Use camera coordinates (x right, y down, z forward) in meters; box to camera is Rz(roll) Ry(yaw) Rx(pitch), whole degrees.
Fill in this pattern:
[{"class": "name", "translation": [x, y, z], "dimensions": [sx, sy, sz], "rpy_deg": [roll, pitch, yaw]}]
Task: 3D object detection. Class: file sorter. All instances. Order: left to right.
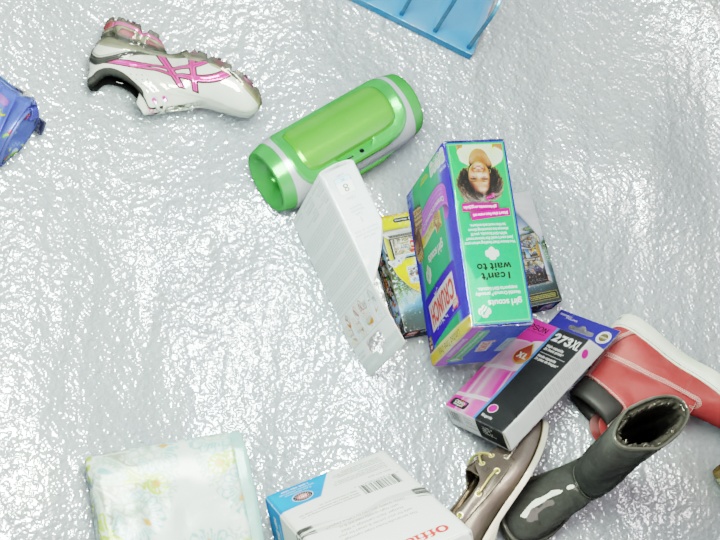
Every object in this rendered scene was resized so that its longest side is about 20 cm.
[{"class": "file sorter", "translation": [0.082, -0.376, 1.801], "dimensions": [0.198, 0.123, 0.140], "rpy_deg": [25, 67, -6]}]

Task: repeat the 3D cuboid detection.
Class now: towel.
[{"class": "towel", "translation": [-0.185, 0.276, 1.561], "dimensions": [0.169, 0.048, 0.203], "rpy_deg": [-7, 75, -18]}]

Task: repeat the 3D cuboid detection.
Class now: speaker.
[{"class": "speaker", "translation": [-0.026, -0.146, 1.718], "dimensions": [0.199, 0.088, 0.089], "rpy_deg": [-32, 83, -22]}]

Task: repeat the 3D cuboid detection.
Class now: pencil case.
[{"class": "pencil case", "translation": [-0.433, -0.200, 1.626], "dimensions": [0.199, 0.078, 0.087], "rpy_deg": [38, 96, -1]}]

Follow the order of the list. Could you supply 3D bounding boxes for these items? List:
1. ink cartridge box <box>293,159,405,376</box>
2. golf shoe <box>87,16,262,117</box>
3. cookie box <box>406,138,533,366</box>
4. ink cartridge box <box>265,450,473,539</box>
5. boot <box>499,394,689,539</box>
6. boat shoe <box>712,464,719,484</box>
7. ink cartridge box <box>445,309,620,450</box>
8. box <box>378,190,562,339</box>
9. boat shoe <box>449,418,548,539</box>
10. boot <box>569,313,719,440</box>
[{"class": "ink cartridge box", "translation": [0.000, 0.000, 1.638], "dimensions": [0.047, 0.160, 0.202], "rpy_deg": [-24, 80, -19]}, {"class": "golf shoe", "translation": [-0.209, -0.205, 1.698], "dimensions": [0.198, 0.073, 0.093], "rpy_deg": [21, 74, 3]}, {"class": "cookie box", "translation": [0.114, -0.016, 1.627], "dimensions": [0.074, 0.171, 0.203], "rpy_deg": [-5, 74, -14]}, {"class": "ink cartridge box", "translation": [0.010, 0.277, 1.526], "dimensions": [0.144, 0.200, 0.085], "rpy_deg": [-18, 114, -19]}, {"class": "boot", "translation": [0.246, 0.214, 1.614], "dimensions": [0.181, 0.200, 0.073], "rpy_deg": [-33, 83, -22]}, {"class": "boat shoe", "translation": [0.504, 0.221, 1.757], "dimensions": [0.198, 0.074, 0.067], "rpy_deg": [-22, 82, -10]}, {"class": "ink cartridge box", "translation": [0.193, 0.110, 1.694], "dimensions": [0.200, 0.094, 0.037], "rpy_deg": [-42, 127, -24]}, {"class": "box", "translation": [0.119, -0.007, 1.738], "dimensions": [0.197, 0.038, 0.138], "rpy_deg": [-10, 76, -18]}, {"class": "boat shoe", "translation": [0.138, 0.235, 1.651], "dimensions": [0.059, 0.072, 0.201], "rpy_deg": [34, 73, -5]}, {"class": "boot", "translation": [0.341, 0.163, 1.730], "dimensions": [0.199, 0.073, 0.145], "rpy_deg": [34, 68, 6]}]
